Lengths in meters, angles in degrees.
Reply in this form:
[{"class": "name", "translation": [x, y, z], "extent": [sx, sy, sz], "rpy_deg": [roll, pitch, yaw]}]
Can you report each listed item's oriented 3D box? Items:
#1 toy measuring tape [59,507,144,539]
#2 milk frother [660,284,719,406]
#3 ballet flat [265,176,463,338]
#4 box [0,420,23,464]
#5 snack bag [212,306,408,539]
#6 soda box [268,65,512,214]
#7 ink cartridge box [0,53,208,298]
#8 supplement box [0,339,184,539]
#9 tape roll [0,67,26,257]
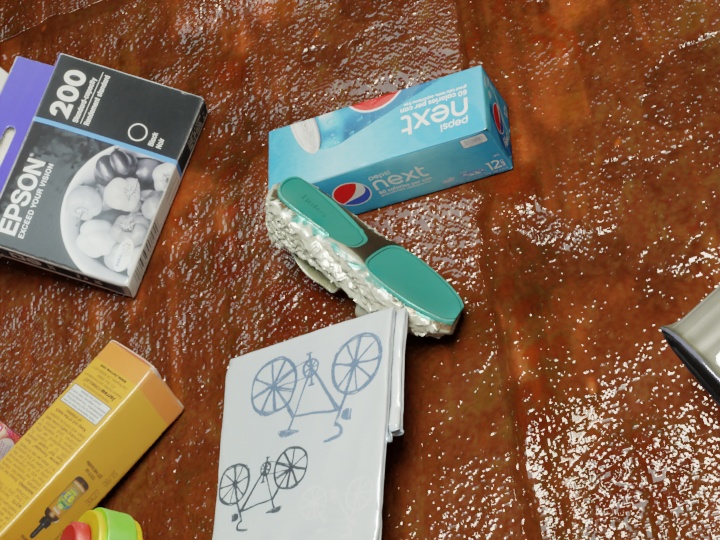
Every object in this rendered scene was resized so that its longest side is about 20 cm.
[{"class": "toy measuring tape", "translation": [-0.184, 0.223, 1.286], "extent": [0.199, 0.073, 0.074], "rpy_deg": [-2, 57, 60]}, {"class": "milk frother", "translation": [0.311, 0.023, 1.074], "extent": [0.188, 0.200, 0.181], "rpy_deg": [-42, 55, 1]}, {"class": "ballet flat", "translation": [0.000, 0.000, 1.344], "extent": [0.200, 0.072, 0.072], "rpy_deg": [40, 85, 21]}, {"class": "box", "translation": [-0.365, 0.152, 1.438], "extent": [0.199, 0.096, 0.100], "rpy_deg": [26, 75, 37]}, {"class": "snack bag", "translation": [-0.041, 0.138, 1.288], "extent": [0.188, 0.021, 0.202], "rpy_deg": [-19, 55, 37]}, {"class": "soda box", "translation": [0.023, -0.101, 1.393], "extent": [0.198, 0.064, 0.068], "rpy_deg": [-15, 56, 20]}, {"class": "ink cartridge box", "translation": [-0.264, -0.095, 1.514], "extent": [0.198, 0.043, 0.200], "rpy_deg": [16, 70, 8]}, {"class": "supplement box", "translation": [-0.240, 0.157, 1.366], "extent": [0.069, 0.067, 0.200], "rpy_deg": [26, 67, 38]}, {"class": "tape roll", "translation": [-0.388, -0.100, 1.618], "extent": [0.201, 0.071, 0.204], "rpy_deg": [-14, 56, 22]}]
